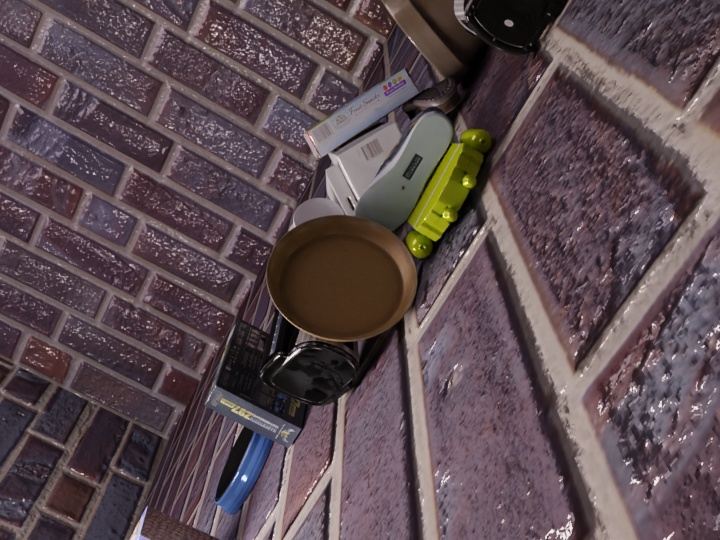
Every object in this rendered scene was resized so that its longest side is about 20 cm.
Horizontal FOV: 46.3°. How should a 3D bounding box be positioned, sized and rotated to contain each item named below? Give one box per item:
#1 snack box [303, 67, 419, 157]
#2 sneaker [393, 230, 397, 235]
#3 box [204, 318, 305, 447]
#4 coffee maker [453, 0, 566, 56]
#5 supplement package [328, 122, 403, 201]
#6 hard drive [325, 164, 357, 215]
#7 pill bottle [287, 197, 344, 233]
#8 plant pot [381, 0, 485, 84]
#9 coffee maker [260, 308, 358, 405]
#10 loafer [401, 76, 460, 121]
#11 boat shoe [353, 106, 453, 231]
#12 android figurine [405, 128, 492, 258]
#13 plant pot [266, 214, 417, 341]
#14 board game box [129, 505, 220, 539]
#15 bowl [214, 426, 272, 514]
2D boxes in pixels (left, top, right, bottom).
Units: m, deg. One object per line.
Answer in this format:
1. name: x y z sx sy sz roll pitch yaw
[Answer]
1. snack box: -0.003 -0.267 1.440 0.198 0.054 0.142 -33 11 -1
2. sneaker: 0.000 0.000 1.299 0.201 0.079 0.076 118 142 -48
3. box: -0.162 0.183 1.398 0.051 0.156 0.201 -56 13 27
4. coffee maker: 0.216 -0.396 1.141 0.191 0.135 0.201 -36 19 12
5. supplement package: 0.022 -0.172 1.402 0.112 0.111 0.200 -29 12 -2
6. hard drive: -0.020 -0.098 1.415 0.026 0.134 0.200 -27 -2 -2
7. pill bottle: -0.067 -0.024 1.399 0.202 0.110 0.114 92 -164 -56
8. plant pot: 0.154 -0.438 1.373 0.173 0.200 0.201 -41 17 18
9. coffee maker: -0.061 0.080 1.185 0.194 0.132 0.203 106 174 -51
10. loafer: 0.125 -0.261 1.368 0.072 0.072 0.200 -34 10 -2
11. boat shoe: 0.062 -0.136 1.174 0.201 0.070 0.091 -53 7 17
12. android figurine: 0.111 -0.103 1.093 0.185 0.041 0.200 -61 8 4
13. plant pot: -0.024 0.012 1.093 0.028 0.196 0.203 98 -171 -52
14. board game box: -0.323 0.517 1.359 0.203 0.157 0.097 -61 12 7
15. bowl: -0.213 0.347 1.562 0.203 0.039 0.201 -59 11 19
